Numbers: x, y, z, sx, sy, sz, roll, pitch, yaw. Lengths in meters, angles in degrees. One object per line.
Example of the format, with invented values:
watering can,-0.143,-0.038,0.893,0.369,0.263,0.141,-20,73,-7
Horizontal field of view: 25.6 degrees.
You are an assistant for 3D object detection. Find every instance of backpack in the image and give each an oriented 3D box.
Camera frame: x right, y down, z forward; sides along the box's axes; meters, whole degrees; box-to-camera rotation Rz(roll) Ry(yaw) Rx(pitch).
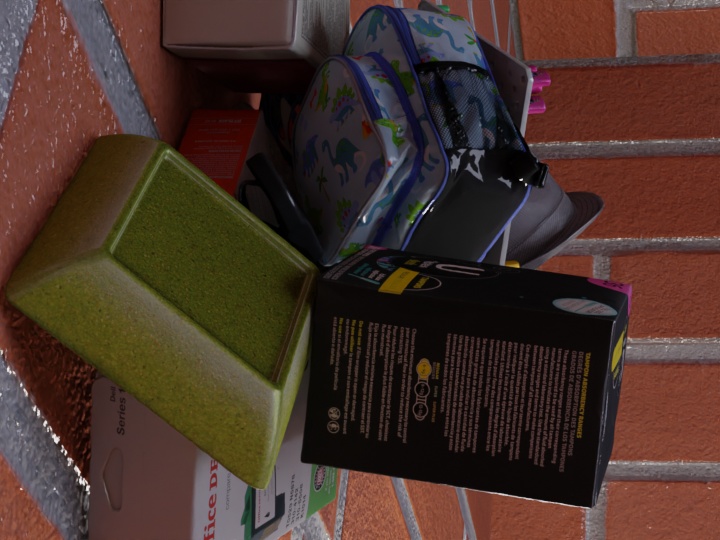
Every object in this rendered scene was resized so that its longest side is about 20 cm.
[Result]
backpack,0.031,-0.103,1.242,0.184,0.145,0.202,121,-36,-47

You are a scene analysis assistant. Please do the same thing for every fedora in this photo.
fedora,0.126,-0.055,1.526,0.091,0.199,0.177,58,-7,-18

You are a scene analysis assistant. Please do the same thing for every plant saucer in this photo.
plant saucer,-0.102,0.008,1.000,0.200,0.048,0.200,40,31,-15

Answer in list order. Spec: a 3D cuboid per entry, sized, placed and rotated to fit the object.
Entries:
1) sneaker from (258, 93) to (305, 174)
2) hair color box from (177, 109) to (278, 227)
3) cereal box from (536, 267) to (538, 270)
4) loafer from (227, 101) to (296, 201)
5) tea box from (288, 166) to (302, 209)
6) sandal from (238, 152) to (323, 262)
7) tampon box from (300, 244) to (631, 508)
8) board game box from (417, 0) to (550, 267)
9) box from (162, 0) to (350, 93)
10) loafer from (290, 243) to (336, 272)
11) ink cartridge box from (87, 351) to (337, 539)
sneaker,-0.051,-0.120,1.420,0.075,0.078,0.202,21,53,-59
hair color box,-0.114,-0.022,1.220,0.201,0.063,0.112,-79,166,-49
cereal box,0.104,0.063,1.471,0.040,0.143,0.200,54,15,0
loafer,-0.086,-0.043,1.360,0.070,0.069,0.202,-29,101,-81
tea box,-0.022,0.005,1.506,0.197,0.132,0.202,62,29,-65
sandal,-0.067,-0.040,1.153,0.075,0.045,0.200,55,-1,9
tampon box,0.077,0.066,1.080,0.150,0.197,0.128,-34,131,-74
board game box,0.089,-0.102,1.322,0.200,0.026,0.202,-132,-136,-56
box,-0.079,-0.223,1.286,0.200,0.108,0.130,20,72,-78
loafer,0.000,0.000,1.339,0.199,0.073,0.072,24,50,-43
ink cartridge box,-0.094,0.117,1.088,0.200,0.083,0.148,-26,123,-59
